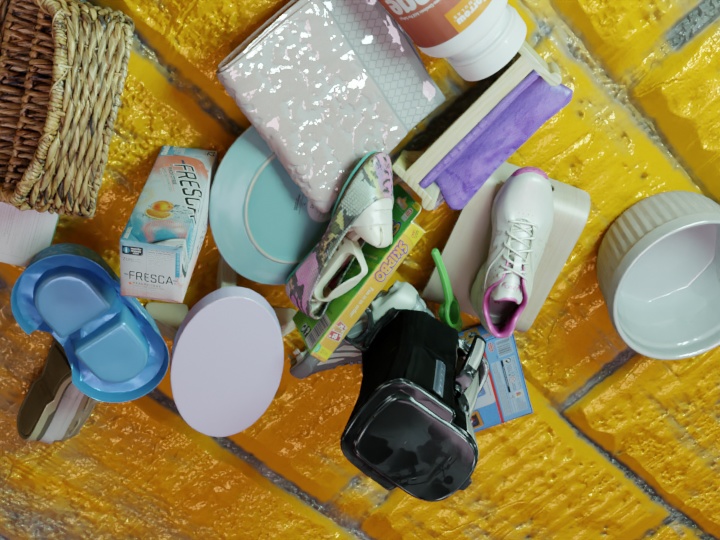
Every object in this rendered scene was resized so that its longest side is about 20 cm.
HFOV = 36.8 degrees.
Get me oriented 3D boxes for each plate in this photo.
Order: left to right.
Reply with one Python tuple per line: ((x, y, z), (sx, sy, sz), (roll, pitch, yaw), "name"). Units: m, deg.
((-0.070, -0.075, 1.180), (0.198, 0.026, 0.203), (-13, 116, -29), "plate")

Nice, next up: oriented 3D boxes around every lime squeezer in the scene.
((0.093, 0.053, 1.304), (0.038, 0.070, 0.201), (-38, 158, -37), "lime squeezer")

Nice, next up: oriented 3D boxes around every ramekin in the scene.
((0.384, -0.001, 1.324), (0.197, 0.105, 0.202), (-5, 124, -8), "ramekin")

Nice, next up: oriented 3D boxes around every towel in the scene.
((-0.024, -0.190, 1.121), (0.191, 0.032, 0.201), (-42, 123, -7), "towel")

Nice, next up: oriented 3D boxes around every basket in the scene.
((-0.307, -0.161, 1.022), (0.147, 0.143, 0.202), (12, 103, -20), "basket")

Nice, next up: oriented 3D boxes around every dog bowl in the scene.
((-0.290, 0.054, 1.173), (0.111, 0.050, 0.201), (-31, 120, 6), "dog bowl")

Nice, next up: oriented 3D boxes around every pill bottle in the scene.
((0.074, -0.285, 1.063), (0.112, 0.113, 0.200), (-39, 121, 15), "pill bottle")

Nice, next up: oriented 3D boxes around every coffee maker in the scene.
((0.041, 0.136, 1.174), (0.190, 0.200, 0.136), (15, 111, 4), "coffee maker")

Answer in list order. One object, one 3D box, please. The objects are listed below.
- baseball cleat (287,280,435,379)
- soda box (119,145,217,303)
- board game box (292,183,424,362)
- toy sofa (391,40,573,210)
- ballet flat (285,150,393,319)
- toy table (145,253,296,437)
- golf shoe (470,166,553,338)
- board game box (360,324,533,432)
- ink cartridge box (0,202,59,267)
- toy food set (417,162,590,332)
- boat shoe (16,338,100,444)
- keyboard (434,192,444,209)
((0.004, 0.098, 1.303), (0.199, 0.070, 0.107), (-36, 94, 29), "baseball cleat")
((-0.192, -0.052, 1.107), (0.063, 0.201, 0.069), (6, 124, -1), "soda box")
((0.000, 0.000, 1.206), (0.030, 0.096, 0.201), (31, 100, -25), "board game box")
((0.134, -0.151, 1.167), (0.098, 0.083, 0.200), (44, 108, -6), "toy sofa")
((-0.010, -0.030, 1.163), (0.069, 0.071, 0.201), (2, 128, -54), "ballet flat")
((-0.156, 0.079, 1.256), (0.182, 0.118, 0.201), (13, 121, -20), "toy table")
((0.177, -0.015, 1.219), (0.074, 0.092, 0.202), (8, 117, -2), "golf shoe")
((0.115, 0.156, 1.413), (0.198, 0.037, 0.152), (-19, 126, 0), "board game box")
((-0.416, -0.077, 1.131), (0.198, 0.060, 0.105), (14, 119, -20), "ink cartridge box")
((0.168, -0.028, 1.298), (0.142, 0.061, 0.202), (19, 117, -9), "toy food set")
((-0.332, 0.121, 1.282), (0.068, 0.075, 0.201), (17, 118, -44), "boat shoe")
((0.134, -0.155, 1.217), (0.056, 0.011, 0.200), (45, 107, -2), "keyboard")
